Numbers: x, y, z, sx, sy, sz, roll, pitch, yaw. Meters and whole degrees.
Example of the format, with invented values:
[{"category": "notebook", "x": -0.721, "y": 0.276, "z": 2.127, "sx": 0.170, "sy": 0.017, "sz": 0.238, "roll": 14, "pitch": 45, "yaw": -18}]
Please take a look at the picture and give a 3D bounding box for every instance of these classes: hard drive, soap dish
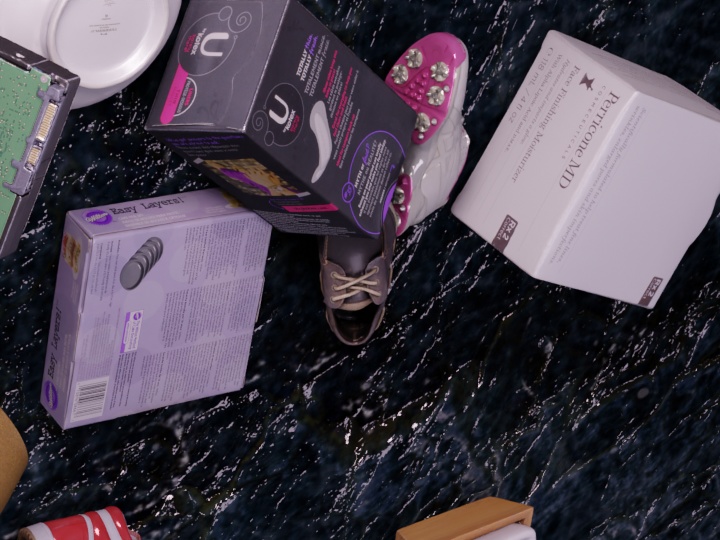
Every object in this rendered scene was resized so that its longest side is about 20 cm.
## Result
[{"category": "hard drive", "x": -0.302, "y": -0.111, "z": 1.393, "sx": 0.140, "sy": 0.200, "sz": 0.038, "roll": -67, "pitch": 171, "yaw": 18}, {"category": "soap dish", "x": 0.098, "y": 0.341, "z": 2.179, "sx": 0.157, "sy": 0.081, "sz": 0.201, "roll": -16, "pitch": 130, "yaw": -33}]

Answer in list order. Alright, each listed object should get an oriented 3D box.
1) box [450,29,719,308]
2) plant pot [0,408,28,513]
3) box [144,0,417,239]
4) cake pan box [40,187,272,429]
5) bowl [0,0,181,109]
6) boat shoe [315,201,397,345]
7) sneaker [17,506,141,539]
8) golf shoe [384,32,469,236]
[{"category": "box", "x": 0.227, "y": -0.091, "z": 1.921, "sx": 0.200, "sy": 0.131, "sz": 0.199, "roll": 14, "pitch": 110, "yaw": -46}, {"category": "plant pot", "x": -0.359, "y": 0.181, "z": 1.590, "sx": 0.200, "sy": 0.186, "sz": 0.187, "roll": -41, "pitch": 141, "yaw": -29}, {"category": "box", "x": -0.060, "y": -0.120, "z": 1.632, "sx": 0.200, "sy": 0.106, "sz": 0.123, "roll": 39, "pitch": 63, "yaw": -50}, {"category": "cake pan box", "x": -0.170, "y": 0.032, "z": 1.725, "sx": 0.184, "sy": 0.052, "sz": 0.201, "roll": -11, "pitch": 127, "yaw": -33}, {"category": "bowl", "x": -0.197, "y": -0.189, "z": 1.437, "sx": 0.201, "sy": 0.090, "sz": 0.202, "roll": -25, "pitch": 135, "yaw": -27}, {"category": "boat shoe", "x": 0.000, "y": 0.000, "z": 1.785, "sx": 0.074, "sy": 0.074, "sz": 0.200, "roll": -7, "pitch": 150, "yaw": 0}, {"category": "sneaker", "x": -0.245, "y": 0.300, "z": 1.848, "sx": 0.112, "sy": 0.071, "sz": 0.201, "roll": -17, "pitch": 128, "yaw": -28}, {"category": "golf shoe", "x": 0.060, "y": -0.125, "z": 1.800, "sx": 0.091, "sy": 0.075, "sz": 0.200, "roll": -18, "pitch": 139, "yaw": -42}]
